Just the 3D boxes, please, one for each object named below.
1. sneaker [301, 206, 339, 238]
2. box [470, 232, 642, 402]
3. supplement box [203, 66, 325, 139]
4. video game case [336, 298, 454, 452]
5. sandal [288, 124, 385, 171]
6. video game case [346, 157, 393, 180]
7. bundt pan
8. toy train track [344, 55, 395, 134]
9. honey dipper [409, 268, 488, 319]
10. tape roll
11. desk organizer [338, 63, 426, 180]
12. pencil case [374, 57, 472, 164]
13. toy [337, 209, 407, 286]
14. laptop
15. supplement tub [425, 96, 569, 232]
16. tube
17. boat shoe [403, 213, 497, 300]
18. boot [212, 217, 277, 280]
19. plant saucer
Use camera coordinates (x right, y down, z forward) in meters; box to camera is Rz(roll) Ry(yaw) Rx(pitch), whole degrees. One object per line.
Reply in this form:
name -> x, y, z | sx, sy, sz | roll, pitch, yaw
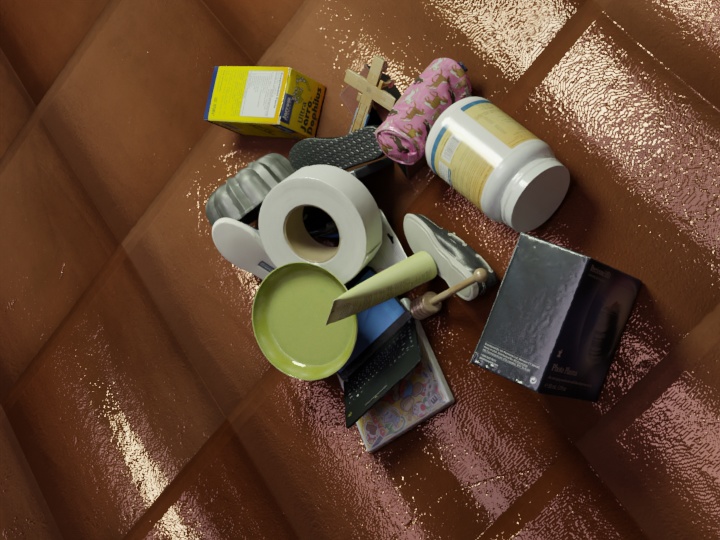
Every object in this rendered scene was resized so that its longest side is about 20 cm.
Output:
sneaker -> -0.093, -0.097, 1.793 | 0.200, 0.111, 0.077 | 13, 88, 37
box -> 0.284, 0.071, 1.433 | 0.123, 0.200, 0.199 | 22, 94, 37
supplement box -> -0.183, -0.319, 1.905 | 0.200, 0.109, 0.109 | 10, 87, 37
video game case -> 0.047, 0.177, 1.693 | 0.182, 0.023, 0.200 | -36, 62, 25
sandal -> -0.033, -0.201, 1.730 | 0.200, 0.048, 0.075 | -7, 96, 32
video game case -> -0.057, -0.152, 1.764 | 0.200, 0.143, 0.019 | -18, 97, 32
bundt pan -> -0.199, -0.141, 1.818 | 0.202, 0.202, 0.076 | -36, 90, 25
toy train track -> 0.012, -0.271, 1.714 | 0.115, 0.033, 0.200 | 38, 125, 29
honey dipper -> 0.143, 0.036, 1.591 | 0.200, 0.038, 0.038 | -32, 60, 57
tape roll -> -0.066, -0.072, 1.676 | 0.202, 0.071, 0.203 | 10, 116, 21
desk organizer -> 0.047, -0.259, 1.752 | 0.077, 0.072, 0.200 | -44, 59, 23
pencil case -> 0.106, -0.261, 1.646 | 0.086, 0.083, 0.200 | 3, 47, 48
toy -> 0.000, 0.000, 1.748 | 0.200, 0.047, 0.115 | -40, 64, 24
laptop -> -0.002, 0.124, 1.657 | 0.177, 0.103, 0.200 | -45, 23, 21
supplement tub -> 0.213, -0.165, 1.566 | 0.200, 0.145, 0.145 | 45, 107, 33
tube -> 0.031, 0.027, 1.607 | 0.052, 0.200, 0.058 | 20, 131, 54
boat shoe -> 0.145, -0.031, 1.642 | 0.200, 0.060, 0.074 | 45, 146, 38
boot -> -0.179, -0.040, 1.764 | 0.073, 0.200, 0.090 | -38, 29, 21
plant saucer -> -0.089, 0.083, 1.676 | 0.200, 0.031, 0.200 | 4, 100, 25
